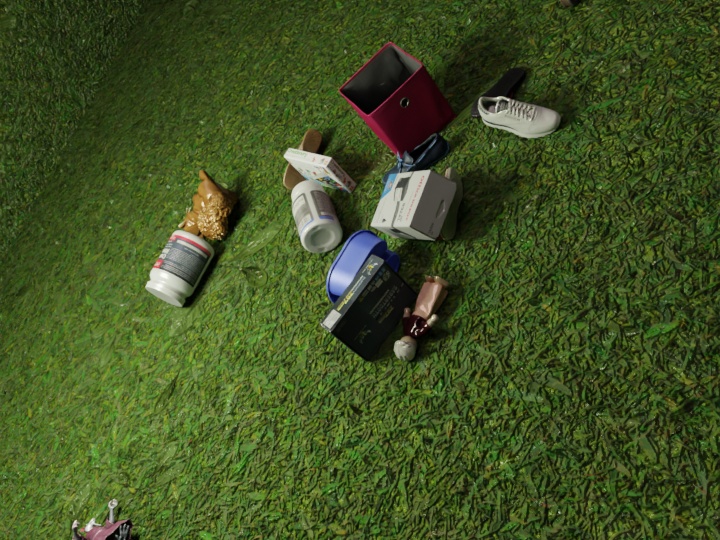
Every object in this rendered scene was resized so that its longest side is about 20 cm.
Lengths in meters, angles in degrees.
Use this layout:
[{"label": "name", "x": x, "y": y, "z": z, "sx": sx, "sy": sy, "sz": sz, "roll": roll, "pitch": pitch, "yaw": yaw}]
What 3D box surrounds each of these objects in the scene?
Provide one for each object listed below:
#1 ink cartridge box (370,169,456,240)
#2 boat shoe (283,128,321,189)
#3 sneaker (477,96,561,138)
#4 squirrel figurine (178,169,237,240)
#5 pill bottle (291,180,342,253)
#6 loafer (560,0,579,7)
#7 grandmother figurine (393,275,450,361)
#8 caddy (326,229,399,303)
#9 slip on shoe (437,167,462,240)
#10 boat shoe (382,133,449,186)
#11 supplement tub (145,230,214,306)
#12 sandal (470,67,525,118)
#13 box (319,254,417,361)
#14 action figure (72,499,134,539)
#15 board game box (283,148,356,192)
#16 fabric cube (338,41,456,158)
[{"label": "ink cartridge box", "x": 0.124, "y": -0.156, "z": 1.684, "sx": 0.200, "sy": 0.084, "sz": 0.145, "roll": 9, "pitch": 76, "yaw": 64}, {"label": "boat shoe", "x": -0.180, "y": -0.335, "z": 2.144, "sx": 0.200, "sy": 0.072, "sz": 0.072, "roll": -68, "pitch": 16, "yaw": -7}, {"label": "sneaker", "x": 0.377, "y": -0.374, "z": 1.686, "sx": 0.200, "sy": 0.081, "sz": 0.077, "roll": 13, "pitch": 76, "yaw": 25}, {"label": "squirrel figurine", "x": -0.485, "y": -0.178, "z": 2.211, "sx": 0.187, "sy": 0.141, "sz": 0.200, "roll": -47, "pitch": 40, "yaw": 9}, {"label": "pill bottle", "x": -0.124, "y": -0.151, "z": 1.919, "sx": 0.114, "sy": 0.114, "sz": 0.200, "roll": -34, "pitch": 44, "yaw": 14}, {"label": "loafer", "x": 0.539, "y": -0.766, "z": 1.892, "sx": 0.071, "sy": 0.073, "sz": 0.200, "roll": -28, "pitch": 40, "yaw": 34}, {"label": "grandmother figurine", "x": 0.134, "y": 0.109, "z": 1.568, "sx": 0.200, "sy": 0.061, "sz": 0.121, "roll": -62, "pitch": 18, "yaw": -12}, {"label": "caddy", "x": 0.000, "y": 0.000, "z": 1.690, "sx": 0.105, "sy": 0.141, "sz": 0.200, "roll": 21, "pitch": 73, "yaw": 40}, {"label": "slip on shoe", "x": 0.203, "y": -0.162, "z": 1.704, "sx": 0.061, "sy": 0.074, "sz": 0.200, "roll": -7, "pitch": 61, "yaw": 38}, {"label": "boat shoe", "x": 0.134, "y": -0.295, "z": 1.853, "sx": 0.200, "sy": 0.069, "sz": 0.084, "roll": -38, "pitch": 43, "yaw": 9}, {"label": "supplement tub", "x": -0.544, "y": -0.007, "z": 2.123, "sx": 0.140, "sy": 0.140, "sz": 0.200, "roll": 8, "pitch": 65, "yaw": 41}, {"label": "sandal", "x": 0.361, "y": -0.448, "z": 1.815, "sx": 0.075, "sy": 0.045, "sz": 0.200, "roll": 26, "pitch": 63, "yaw": 40}, {"label": "box", "x": 0.022, "y": 0.087, "z": 1.594, "sx": 0.200, "sy": 0.158, "sz": 0.051, "roll": -52, "pitch": 44, "yaw": -7}, {"label": "action figure", "x": -0.635, "y": 0.669, "z": 1.753, "sx": 0.200, "sy": 0.134, "sz": 0.149, "roll": -12, "pitch": 95, "yaw": 47}, {"label": "board game box", "x": -0.116, "y": -0.285, "z": 2.002, "sx": 0.200, "sy": 0.126, "sz": 0.035, "roll": 21, "pitch": 74, "yaw": 45}, {"label": "fabric cube", "x": 0.100, "y": -0.454, "z": 1.903, "sx": 0.196, "sy": 0.199, "sz": 0.200, "roll": -42, "pitch": 43, "yaw": 4}]
